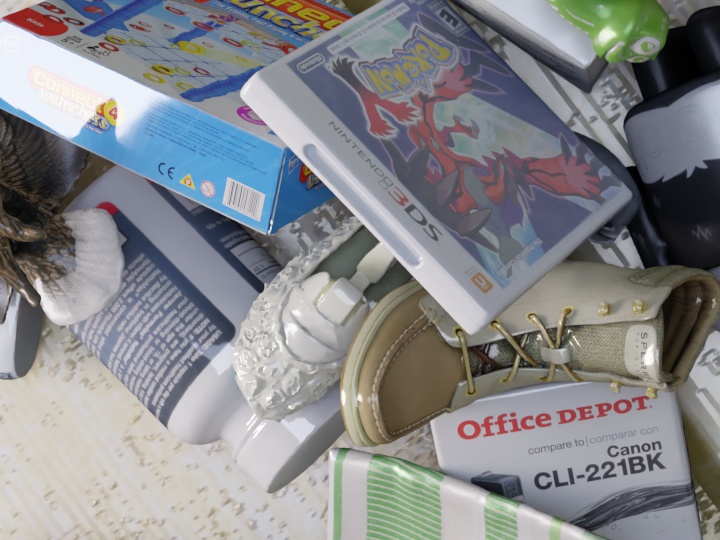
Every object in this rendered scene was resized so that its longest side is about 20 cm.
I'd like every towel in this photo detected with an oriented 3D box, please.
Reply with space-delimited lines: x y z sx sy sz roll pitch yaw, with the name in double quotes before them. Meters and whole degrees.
"towel" 0.063 0.191 1.430 0.200 0.023 0.153 20 123 30

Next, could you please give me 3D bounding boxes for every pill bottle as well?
"pill bottle" -0.095 0.035 1.493 0.200 0.120 0.120 45 95 11

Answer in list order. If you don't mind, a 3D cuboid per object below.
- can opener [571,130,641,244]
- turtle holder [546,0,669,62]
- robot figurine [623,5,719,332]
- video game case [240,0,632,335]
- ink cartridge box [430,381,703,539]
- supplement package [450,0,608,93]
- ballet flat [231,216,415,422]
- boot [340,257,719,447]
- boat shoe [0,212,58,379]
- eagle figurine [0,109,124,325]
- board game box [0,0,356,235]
"can opener" 0.085 -0.085 1.504 0.200 0.053 0.067 36 116 13
"turtle holder" 0.162 -0.203 1.262 0.132 0.141 0.186 21 84 -12
"robot figurine" 0.232 -0.057 1.463 0.125 0.150 0.200 -20 87 -14
"video game case" 0.048 -0.070 1.378 0.182 0.200 0.023 46 125 5
"ink cartridge box" 0.127 0.140 1.466 0.144 0.084 0.200 -10 108 7
"supplement package" 0.125 -0.226 1.433 0.147 0.200 0.191 34 94 5
"ballet flat" 0.000 0.000 1.420 0.072 0.072 0.200 41 75 5
"boot" 0.096 0.043 1.365 0.154 0.200 0.072 8 119 35
"boat shoe" -0.240 -0.036 1.543 0.091 0.071 0.201 10 91 9
"eagle figurine" -0.228 -0.042 1.441 0.151 0.200 0.151 -17 103 -6
"board game box" -0.078 -0.111 1.436 0.200 0.196 0.056 25 120 21
